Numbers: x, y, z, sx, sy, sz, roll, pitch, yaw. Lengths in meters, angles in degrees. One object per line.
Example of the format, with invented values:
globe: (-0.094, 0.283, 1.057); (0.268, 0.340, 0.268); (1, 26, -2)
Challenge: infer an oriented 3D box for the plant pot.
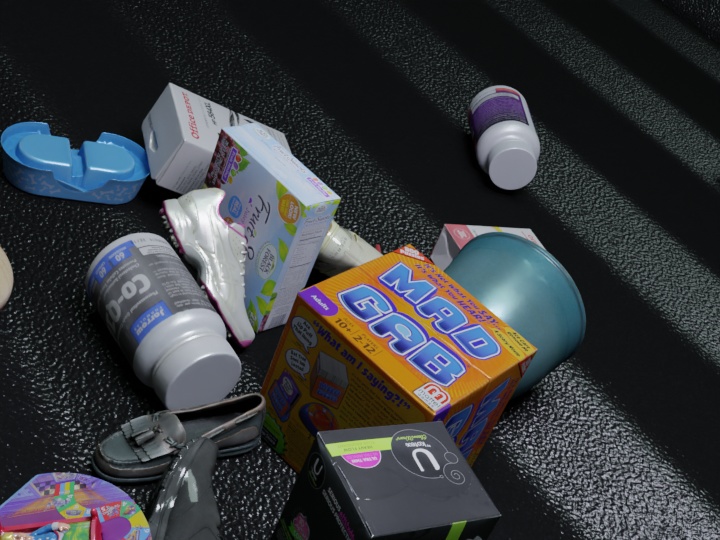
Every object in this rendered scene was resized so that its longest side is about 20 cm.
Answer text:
plant pot: (0.150, 0.085, 1.422); (0.200, 0.201, 0.188); (36, 49, 18)

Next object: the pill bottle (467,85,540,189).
pill bottle: (0.251, -0.228, 1.970); (0.111, 0.112, 0.201); (15, 34, -13)

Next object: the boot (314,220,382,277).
boot: (0.000, 0.000, 1.500); (0.154, 0.072, 0.200); (35, -3, -2)

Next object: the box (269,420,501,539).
box: (0.012, 0.258, 1.071); (0.148, 0.201, 0.125); (-1, 41, -32)

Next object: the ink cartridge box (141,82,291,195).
ink cartridge box: (-0.193, -0.159, 1.586); (0.199, 0.084, 0.146); (21, 31, -35)

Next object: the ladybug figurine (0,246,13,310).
ladybug figurine: (-0.463, 0.000, 1.251); (0.135, 0.072, 0.200); (-13, 48, -43)

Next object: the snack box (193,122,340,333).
snack box: (-0.129, -0.054, 1.415); (0.067, 0.201, 0.169); (-18, 52, -45)

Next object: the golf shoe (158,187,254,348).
golf shoe: (-0.163, -0.006, 1.359); (0.091, 0.201, 0.075); (-28, 10, -16)

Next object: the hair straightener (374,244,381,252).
hair straightener: (0.057, 0.042, 1.541); (0.076, 0.041, 0.201); (13, 35, -15)

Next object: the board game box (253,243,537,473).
board game box: (0.033, 0.129, 1.260); (0.200, 0.201, 0.199); (40, 38, 23)

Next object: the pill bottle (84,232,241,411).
pill bottle: (-0.221, 0.060, 1.279); (0.113, 0.114, 0.200); (-8, 44, -38)

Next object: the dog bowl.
dog bowl: (-0.382, -0.140, 1.516); (0.199, 0.050, 0.112); (7, 37, -25)

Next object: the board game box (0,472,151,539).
board game box: (-0.282, 0.246, 0.993); (0.157, 0.039, 0.200); (25, 47, 26)

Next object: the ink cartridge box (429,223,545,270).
ink cartridge box: (0.218, -0.006, 1.683); (0.199, 0.068, 0.117); (2, 39, -30)

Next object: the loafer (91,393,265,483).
loafer: (-0.188, 0.167, 1.198); (0.199, 0.063, 0.072); (-9, 45, -39)

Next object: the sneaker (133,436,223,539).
sneaker: (-0.170, 0.250, 1.101); (0.090, 0.076, 0.201); (27, 42, -7)
